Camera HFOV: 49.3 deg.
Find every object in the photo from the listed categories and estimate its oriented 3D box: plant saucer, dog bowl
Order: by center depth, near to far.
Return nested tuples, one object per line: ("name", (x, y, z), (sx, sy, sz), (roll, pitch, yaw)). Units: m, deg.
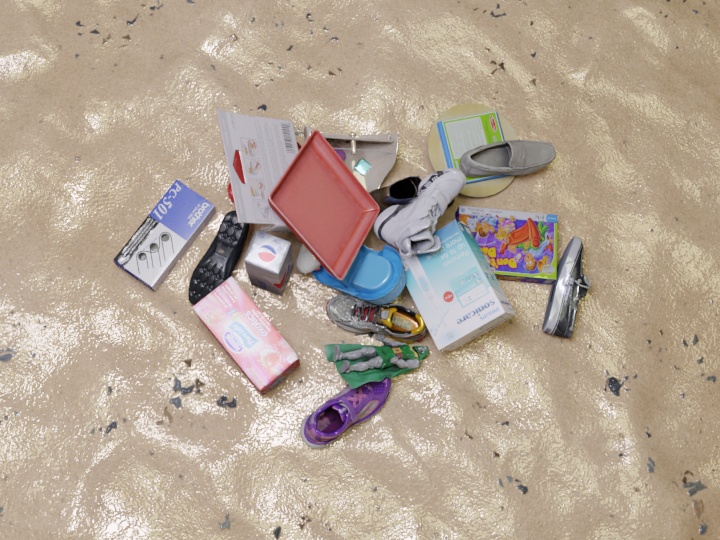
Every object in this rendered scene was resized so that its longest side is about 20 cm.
("plant saucer", (-0.067, -0.113, 1.381), (0.200, 0.037, 0.200), (49, 46, -24))
("dog bowl", (0.000, 0.000, 1.482), (0.200, 0.050, 0.112), (19, 75, 34))

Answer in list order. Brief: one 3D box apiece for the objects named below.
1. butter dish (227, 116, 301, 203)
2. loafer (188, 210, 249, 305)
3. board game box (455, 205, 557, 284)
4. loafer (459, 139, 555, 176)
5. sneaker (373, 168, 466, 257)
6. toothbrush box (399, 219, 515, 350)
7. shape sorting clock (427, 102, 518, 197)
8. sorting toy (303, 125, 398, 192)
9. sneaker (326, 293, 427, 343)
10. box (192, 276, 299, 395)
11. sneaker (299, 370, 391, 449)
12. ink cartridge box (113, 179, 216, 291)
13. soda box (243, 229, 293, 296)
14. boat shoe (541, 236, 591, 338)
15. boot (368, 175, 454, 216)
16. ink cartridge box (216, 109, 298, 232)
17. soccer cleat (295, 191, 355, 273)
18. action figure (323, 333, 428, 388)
("butter dish", (-0.186, -0.165, 1.506), (0.147, 0.200, 0.200), (-12, 78, 18))
("loafer", (-0.266, -0.020, 1.505), (0.068, 0.070, 0.201), (27, 93, 5))
("board game box", (0.288, -0.050, 1.560), (0.199, 0.045, 0.135), (5, 75, -3))
("loafer", (0.298, -0.225, 1.559), (0.199, 0.070, 0.070), (-11, 82, -9))
("sneaker", (0.129, -0.101, 1.437), (0.200, 0.075, 0.115), (-36, 42, -4))
("toothbrush box", (0.175, 0.031, 1.472), (0.146, 0.085, 0.200), (-31, 73, 19))
("shape sorting clock", (0.234, -0.247, 1.611), (0.199, 0.039, 0.201), (1, 80, -7))
("sorting toy", (-0.035, -0.183, 1.544), (0.199, 0.107, 0.181), (-1, 92, -29))
("sneaker", (0.034, 0.082, 1.489), (0.199, 0.082, 0.078), (11, 76, 0))
("box", (-0.209, 0.123, 1.452), (0.095, 0.103, 0.200), (-39, 82, -13))
("sneaker", (-0.021, 0.250, 1.438), (0.200, 0.089, 0.081), (-37, 78, -15))
("ink cartridge box", (-0.377, -0.068, 1.520), (0.094, 0.044, 0.200), (34, 75, 3))
("soda box", (-0.166, -0.010, 1.438), (0.068, 0.200, 0.064), (21, 76, 0))
("boat shoe", (0.413, 0.034, 1.532), (0.068, 0.074, 0.200), (17, 76, 4))
("boot", (0.112, -0.141, 1.528), (0.199, 0.097, 0.075), (-8, 84, -22))
("ink cartridge box", (-0.172, -0.167, 1.348), (0.176, 0.045, 0.201), (-2, 76, -48))
("soccer cleat", (-0.066, -0.087, 1.484), (0.069, 0.078, 0.200), (29, 79, 42))
("action figure", (0.045, 0.160, 1.458), (0.200, 0.055, 0.118), (-2, 41, -33))
